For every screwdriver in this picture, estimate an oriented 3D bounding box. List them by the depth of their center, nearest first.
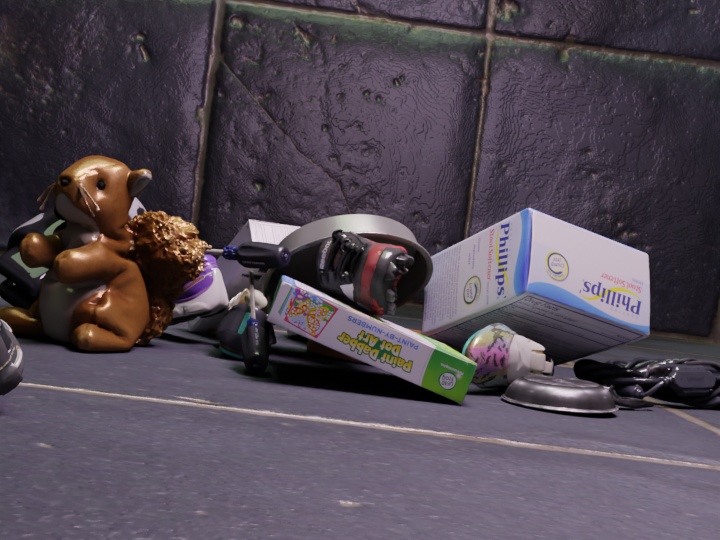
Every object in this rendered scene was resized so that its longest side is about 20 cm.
[{"bbox_3d":[-0.112,0.046,1.108,0.029,0.028,0.200,-22,27,-1],"label":"screwdriver"},{"bbox_3d":[-0.161,-0.021,1.200,0.198,0.028,0.029,6,-17,30],"label":"screwdriver"}]

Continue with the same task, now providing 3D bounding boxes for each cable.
[{"bbox_3d":[0.349,0.130,1.298,0.198,0.051,0.162,1,0,-38],"label":"cable"}]

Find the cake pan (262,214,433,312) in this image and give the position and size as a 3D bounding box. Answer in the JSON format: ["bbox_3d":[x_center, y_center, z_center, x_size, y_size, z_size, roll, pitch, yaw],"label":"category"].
[{"bbox_3d":[-0.016,-0.003,1.269,0.198,0.037,0.201,-6,-30,-4],"label":"cake pan"}]

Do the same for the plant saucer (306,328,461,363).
[{"bbox_3d":[0.033,0.091,1.353,0.198,0.038,0.200,8,1,0],"label":"plant saucer"}]

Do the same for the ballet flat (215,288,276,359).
[{"bbox_3d":[-0.122,0.056,1.228,0.072,0.074,0.200,7,0,-3],"label":"ballet flat"}]

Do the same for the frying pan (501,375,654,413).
[{"bbox_3d":[0.232,0.125,1.088,0.188,0.031,0.115,4,2,-14],"label":"frying pan"}]

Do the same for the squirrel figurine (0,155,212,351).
[{"bbox_3d":[-0.256,-0.019,1.130,0.140,0.189,0.199,7,1,38],"label":"squirrel figurine"}]

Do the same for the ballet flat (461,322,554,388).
[{"bbox_3d":[0.167,0.096,1.165,0.070,0.070,0.200,10,-3,23],"label":"ballet flat"}]

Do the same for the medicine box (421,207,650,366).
[{"bbox_3d":[0.199,0.029,1.264,0.181,0.104,0.200,18,-26,-28],"label":"medicine box"}]

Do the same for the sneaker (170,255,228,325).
[{"bbox_3d":[-0.236,0.024,1.306,0.198,0.084,0.080,-12,-7,32],"label":"sneaker"}]

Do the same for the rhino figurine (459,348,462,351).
[{"bbox_3d":[0.145,0.085,1.437,0.059,0.088,0.200,-32,3,-5],"label":"rhino figurine"}]

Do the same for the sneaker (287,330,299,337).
[{"bbox_3d":[-0.049,0.039,1.467,0.074,0.086,0.200,0,-13,-21],"label":"sneaker"}]

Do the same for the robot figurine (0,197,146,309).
[{"bbox_3d":[-0.342,-0.023,1.331,0.150,0.125,0.200,-22,13,47],"label":"robot figurine"}]

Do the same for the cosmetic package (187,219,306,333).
[{"bbox_3d":[-0.140,0.014,1.353,0.082,0.051,0.200,8,-34,-30],"label":"cosmetic package"}]

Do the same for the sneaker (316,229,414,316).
[{"bbox_3d":[0.000,0.000,1.118,0.097,0.071,0.200,23,-3,-1],"label":"sneaker"}]

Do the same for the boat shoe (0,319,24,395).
[{"bbox_3d":[-0.275,0.056,0.744,0.068,0.072,0.199,45,-22,-19],"label":"boat shoe"}]

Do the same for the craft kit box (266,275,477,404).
[{"bbox_3d":[0.005,0.063,1.083,0.196,0.049,0.200,21,0,-4],"label":"craft kit box"}]
